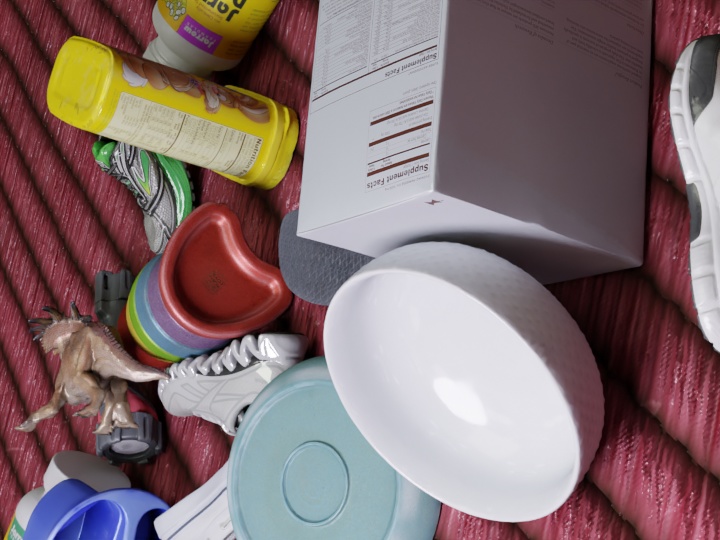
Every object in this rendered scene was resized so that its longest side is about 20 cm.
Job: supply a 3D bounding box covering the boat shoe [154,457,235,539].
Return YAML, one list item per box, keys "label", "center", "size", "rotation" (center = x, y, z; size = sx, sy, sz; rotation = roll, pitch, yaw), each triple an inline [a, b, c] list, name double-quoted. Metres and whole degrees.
- label: "boat shoe"
  center: [-0.093, 0.194, 1.132]
  size: [0.200, 0.073, 0.067]
  rotation: [-41, 77, 33]

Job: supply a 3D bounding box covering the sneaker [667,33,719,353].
- label: "sneaker"
  center: [0.235, -0.052, 0.784]
  size: [0.080, 0.074, 0.201]
  rotation: [-17, 67, 33]

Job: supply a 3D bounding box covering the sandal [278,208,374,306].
- label: "sandal"
  center: [0.000, 0.001, 1.098]
  size: [0.200, 0.043, 0.077]
  rotation: [23, 103, 45]

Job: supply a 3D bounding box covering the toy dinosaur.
- label: "toy dinosaur"
  center: [-0.258, 0.082, 1.257]
  size: [0.200, 0.086, 0.136]
  rotation: [-19, 64, 48]

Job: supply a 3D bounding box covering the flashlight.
- label: "flashlight"
  center: [-0.238, 0.098, 1.359]
  size: [0.068, 0.068, 0.201]
  rotation: [96, 169, -55]

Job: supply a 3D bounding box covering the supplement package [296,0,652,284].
- label: "supplement package"
  center: [0.080, -0.109, 0.895]
  size: [0.147, 0.191, 0.201]
  rotation: [-14, 65, 51]

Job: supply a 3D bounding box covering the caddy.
- label: "caddy"
  center: [-0.243, 0.289, 1.222]
  size: [0.105, 0.141, 0.201]
  rotation: [24, 97, 57]

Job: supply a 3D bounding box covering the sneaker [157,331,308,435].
- label: "sneaker"
  center: [-0.119, 0.113, 1.186]
  size: [0.200, 0.075, 0.082]
  rotation: [-24, 70, 49]

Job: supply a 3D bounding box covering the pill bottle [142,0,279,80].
- label: "pill bottle"
  center: [-0.142, -0.274, 1.331]
  size: [0.200, 0.104, 0.105]
  rotation: [-53, 41, 27]

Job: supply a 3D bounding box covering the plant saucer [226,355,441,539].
- label: "plant saucer"
  center: [-0.030, 0.164, 1.021]
  size: [0.199, 0.027, 0.201]
  rotation: [-6, 79, 32]

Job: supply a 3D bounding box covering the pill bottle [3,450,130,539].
- label: "pill bottle"
  center: [-0.305, 0.289, 1.328]
  size: [0.113, 0.112, 0.201]
  rotation: [39, 108, 52]

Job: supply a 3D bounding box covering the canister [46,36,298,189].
- label: "canister"
  center: [-0.179, -0.150, 1.251]
  size: [0.148, 0.199, 0.087]
  rotation: [27, 100, 54]

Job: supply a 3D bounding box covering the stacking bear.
- label: "stacking bear"
  center: [-0.170, 0.037, 1.247]
  size: [0.114, 0.122, 0.200]
  rotation: [-42, 5, -33]

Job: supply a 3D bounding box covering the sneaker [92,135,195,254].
- label: "sneaker"
  center: [-0.232, -0.107, 1.359]
  size: [0.078, 0.085, 0.201]
  rotation: [10, 120, 53]

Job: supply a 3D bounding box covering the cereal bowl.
- label: "cereal bowl"
  center: [0.077, 0.063, 0.874]
  size: [0.200, 0.201, 0.083]
  rotation: [-16, 21, 50]
